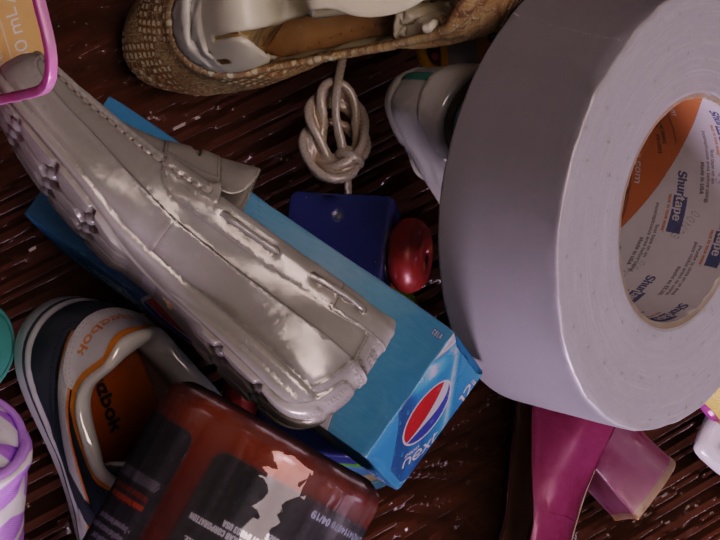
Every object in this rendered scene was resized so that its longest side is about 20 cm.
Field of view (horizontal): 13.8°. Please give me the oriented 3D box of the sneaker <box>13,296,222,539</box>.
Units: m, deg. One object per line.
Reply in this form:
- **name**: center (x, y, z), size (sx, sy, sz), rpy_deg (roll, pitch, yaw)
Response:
- **sneaker**: center (-0.089, 0.106, 1.348), size (0.078, 0.079, 0.201), rpy_deg (-37, 113, -25)

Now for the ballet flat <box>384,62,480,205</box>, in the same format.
- **ballet flat**: center (0.068, -0.024, 1.388), size (0.069, 0.069, 0.200), rpy_deg (-48, 131, -21)

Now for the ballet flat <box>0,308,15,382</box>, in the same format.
- **ballet flat**: center (-0.230, 0.052, 1.282), size (0.200, 0.065, 0.071), rpy_deg (-23, 105, -57)

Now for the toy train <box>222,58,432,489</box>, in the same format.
- **toy train**: center (0.000, 0.000, 1.396), size (0.084, 0.116, 0.201), rpy_deg (4, 74, 15)

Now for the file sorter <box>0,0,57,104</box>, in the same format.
- **file sorter**: center (-0.233, -0.106, 1.138), size (0.199, 0.125, 0.140), rpy_deg (-17, 96, -27)

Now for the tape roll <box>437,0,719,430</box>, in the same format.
- **tape roll**: center (0.119, -0.032, 1.334), size (0.200, 0.066, 0.202), rpy_deg (-22, 119, -48)

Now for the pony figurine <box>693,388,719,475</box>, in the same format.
- **pony figurine**: center (0.219, 0.021, 1.491), size (0.193, 0.166, 0.200), rpy_deg (-48, 116, -5)

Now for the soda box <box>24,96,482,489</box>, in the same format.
- **soda box**: center (-0.047, 0.010, 1.308), size (0.200, 0.064, 0.068), rpy_deg (34, 84, 22)

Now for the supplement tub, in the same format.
- **supplement tub**: center (-0.082, 0.155, 1.258), size (0.107, 0.107, 0.201), rpy_deg (31, 86, -23)

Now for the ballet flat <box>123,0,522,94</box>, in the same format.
- **ballet flat**: center (-0.026, -0.123, 1.331), size (0.065, 0.199, 0.071), rpy_deg (-10, 87, -70)

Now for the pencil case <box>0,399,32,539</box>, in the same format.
- **pencil case**: center (-0.187, 0.145, 1.263), size (0.085, 0.084, 0.201), rpy_deg (10, 118, 2)

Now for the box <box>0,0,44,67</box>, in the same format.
- **box**: center (-0.251, -0.112, 1.261), size (0.199, 0.106, 0.153), rpy_deg (-21, 98, -27)

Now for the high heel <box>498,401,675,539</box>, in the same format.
- **high heel**: center (0.065, 0.132, 1.452), size (0.096, 0.067, 0.200), rpy_deg (44, 64, -9)

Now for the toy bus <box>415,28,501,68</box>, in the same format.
- **toy bus**: center (0.103, -0.127, 1.436), size (0.200, 0.078, 0.066), rpy_deg (-10, 93, -62)

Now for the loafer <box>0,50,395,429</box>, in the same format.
- **loafer**: center (-0.071, -0.021, 1.239), size (0.200, 0.070, 0.070), rpy_deg (45, 75, -1)
